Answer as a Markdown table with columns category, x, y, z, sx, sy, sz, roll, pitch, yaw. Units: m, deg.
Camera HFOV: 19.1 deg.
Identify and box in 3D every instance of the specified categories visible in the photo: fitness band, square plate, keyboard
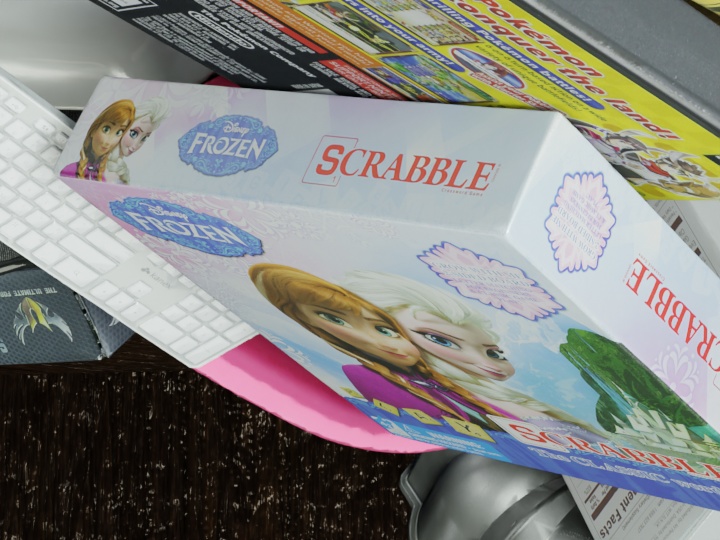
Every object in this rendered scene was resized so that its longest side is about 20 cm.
| category | x | y | z | sx | sy | sz | roll | pitch | yaw |
| --- | --- | --- | --- | --- | --- | --- | --- | --- | --- |
| fitness band | 0.000 | 0.000 | 0.823 | 0.200 | 0.037 | 0.144 | 32 | 118 | -29 |
| square plate | -0.134 | -0.090 | 0.724 | 0.199 | 0.029 | 0.198 | 2 | 171 | -23 |
| keyboard | -0.102 | -0.022 | 0.748 | 0.056 | 0.011 | 0.200 | -34 | 133 | 20 |

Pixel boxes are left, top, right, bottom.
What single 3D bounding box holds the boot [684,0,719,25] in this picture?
| category | x | y | z | sx | sy | sz | roll | pitch | yaw |
| --- | --- | --- | --- | --- | --- | --- | --- | --- | --- |
| boot | 0.100 | -0.074 | 0.695 | 0.199 | 0.072 | 0.155 | 9 | 171 | -23 |

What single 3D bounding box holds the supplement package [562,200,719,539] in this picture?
| category | x | y | z | sx | sy | sz | roll | pitch | yaw |
| --- | --- | --- | --- | --- | --- | --- | --- | --- | --- |
| supplement package | 0.197 | 0.036 | 0.872 | 0.200 | 0.111 | 0.156 | -9 | 147 | -29 |

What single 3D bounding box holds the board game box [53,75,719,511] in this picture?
| category | x | y | z | sx | sy | sz | roll | pitch | yaw |
| --- | --- | --- | --- | --- | --- | --- | --- | --- | --- |
| board game box | 0.033 | 0.011 | 0.695 | 0.200 | 0.041 | 0.199 | 8 | 157 | 45 |

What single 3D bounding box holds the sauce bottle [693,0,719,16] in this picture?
| category | x | y | z | sx | sy | sz | roll | pitch | yaw |
| --- | --- | --- | --- | --- | --- | --- | --- | --- | --- |
| sauce bottle | 0.102 | -0.092 | 0.536 | 0.065 | 0.065 | 0.200 | -5 | 167 | 40 |

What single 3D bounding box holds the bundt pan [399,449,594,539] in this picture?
| category | x | y | z | sx | sy | sz | roll | pitch | yaw |
| --- | --- | --- | --- | --- | --- | --- | --- | --- | --- |
| bundt pan | 0.120 | 0.090 | 0.971 | 0.201 | 0.202 | 0.076 | 1 | 146 | -5 |

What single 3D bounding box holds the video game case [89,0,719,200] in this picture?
| category | x | y | z | sx | sy | sz | roll | pitch | yaw |
| --- | --- | --- | --- | --- | --- | --- | --- | --- | --- |
| video game case | 0.007 | -0.070 | 0.586 | 0.200 | 0.026 | 0.181 | 28 | 167 | -32 |

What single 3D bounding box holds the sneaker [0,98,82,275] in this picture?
| category | x | y | z | sx | sy | sz | roll | pitch | yaw |
| --- | --- | --- | --- | --- | --- | --- | --- | --- | --- |
| sneaker | -0.203 | -0.041 | 0.831 | 0.199 | 0.112 | 0.073 | 2 | 172 | -17 |

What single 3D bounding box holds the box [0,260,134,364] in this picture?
| category | x | y | z | sx | sy | sz | roll | pitch | yaw |
| --- | --- | --- | --- | --- | --- | --- | --- | --- | --- |
| box | -0.151 | -0.016 | 0.981 | 0.200 | 0.051 | 0.158 | -5 | -153 | 37 |
